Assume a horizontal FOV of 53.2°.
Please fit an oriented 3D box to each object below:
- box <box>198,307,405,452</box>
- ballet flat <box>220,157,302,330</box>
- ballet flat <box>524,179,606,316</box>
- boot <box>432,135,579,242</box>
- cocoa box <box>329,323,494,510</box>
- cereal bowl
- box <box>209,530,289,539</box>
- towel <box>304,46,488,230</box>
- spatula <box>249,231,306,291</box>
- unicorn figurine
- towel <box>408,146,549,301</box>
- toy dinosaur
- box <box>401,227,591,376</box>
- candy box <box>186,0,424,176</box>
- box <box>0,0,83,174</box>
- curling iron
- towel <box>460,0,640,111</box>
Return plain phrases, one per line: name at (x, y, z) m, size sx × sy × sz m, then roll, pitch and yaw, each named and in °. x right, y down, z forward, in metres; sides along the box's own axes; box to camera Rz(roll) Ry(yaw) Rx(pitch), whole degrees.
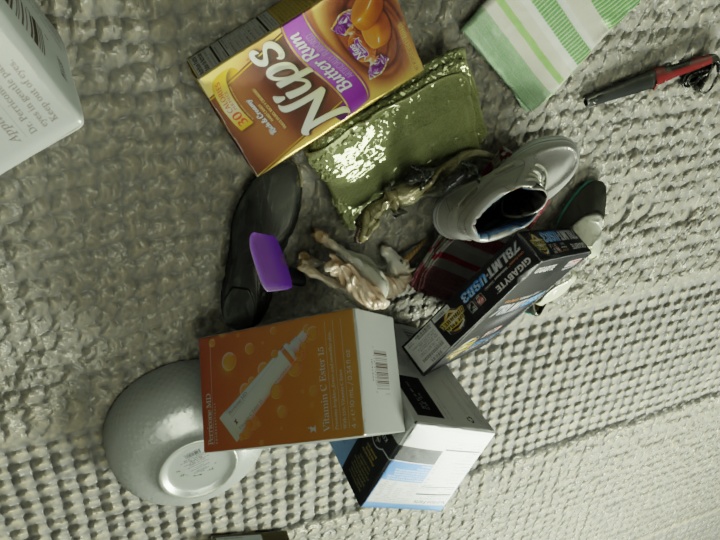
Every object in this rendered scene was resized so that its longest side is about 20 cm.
box at (-0.065, 0.122, 0.771) m, size 0.197 × 0.127 × 0.097 m, roll -13°, pitch 165°, yaw 26°
ballet flat at (-0.110, -0.030, 0.778) m, size 0.065 × 0.057 × 0.203 m, roll 19°, pitch 109°, yaw -5°
ballet flat at (0.275, -0.022, 0.953) m, size 0.067 × 0.069 × 0.201 m, roll 18°, pitch 112°, yaw -41°
boot at (0.179, -0.084, 0.777) m, size 0.198 × 0.095 × 0.074 m, roll -30°, pitch 112°, yaw -14°
cocoa box at (0.040, 0.171, 0.880) m, size 0.132 × 0.201 × 0.132 m, roll 15°, pitch 115°, yaw -34°
cereal bowl at (-0.202, 0.210, 0.862) m, size 0.197 × 0.084 × 0.203 m, roll -13°, pitch 127°, yaw -18°
box at (-0.190, 0.474, 1.079) m, size 0.119 × 0.032 × 0.202 m, roll 7°, pitch 116°, yaw -30°
towel at (0.045, -0.136, 0.770) m, size 0.198 × 0.037 × 0.149 m, roll -33°, pitch 141°, yaw -3°
spatula at (-0.078, -0.001, 0.730) m, size 0.020 × 0.057 × 0.200 m, roll -20°, pitch 173°, yaw 2°
unicorn figurine at (0.000, 0.000, 0.802) m, size 0.136 × 0.201 × 0.074 m, roll 29°, pitch 114°, yaw -9°
towel at (0.158, -0.044, 0.894) m, size 0.143 × 0.023 × 0.201 m, roll 16°, pitch 113°, yaw -47°
toy dinosaur at (0.076, -0.094, 0.757) m, size 0.198 × 0.088 × 0.048 m, roll -29°, pitch 94°, yaw -15°
box at (0.167, 0.032, 0.866) m, size 0.199 × 0.050 × 0.199 m, roll -46°, pitch 161°, yaw 27°
candy box at (-0.049, -0.194, 0.683) m, size 0.198 × 0.057 × 0.117 m, roll -32°, pitch 131°, yaw -2°
box at (-0.318, -0.167, 0.472) m, size 0.170 × 0.200 × 0.200 m, roll -32°, pitch 131°, yaw -5°
curling iron at (0.363, -0.228, 0.885) m, size 0.197 × 0.026 × 0.050 m, roll -16°, pitch 124°, yaw -16°
towel at (0.217, -0.288, 0.776) m, size 0.200 × 0.023 × 0.152 m, roll -47°, pitch 129°, yaw 10°
